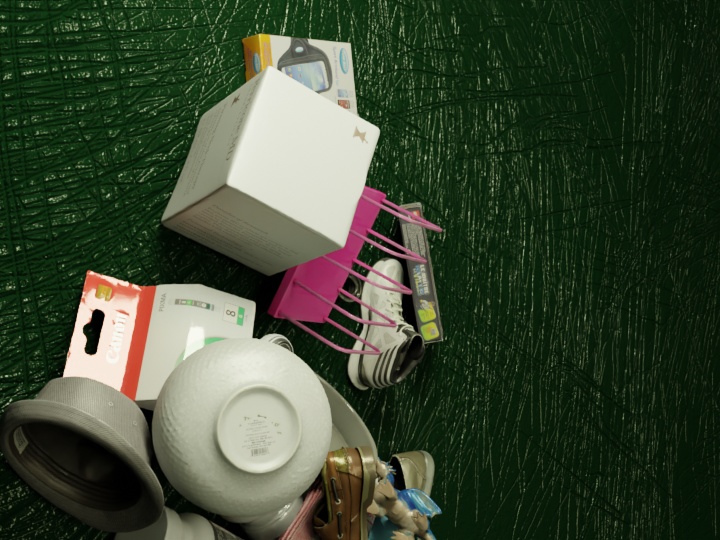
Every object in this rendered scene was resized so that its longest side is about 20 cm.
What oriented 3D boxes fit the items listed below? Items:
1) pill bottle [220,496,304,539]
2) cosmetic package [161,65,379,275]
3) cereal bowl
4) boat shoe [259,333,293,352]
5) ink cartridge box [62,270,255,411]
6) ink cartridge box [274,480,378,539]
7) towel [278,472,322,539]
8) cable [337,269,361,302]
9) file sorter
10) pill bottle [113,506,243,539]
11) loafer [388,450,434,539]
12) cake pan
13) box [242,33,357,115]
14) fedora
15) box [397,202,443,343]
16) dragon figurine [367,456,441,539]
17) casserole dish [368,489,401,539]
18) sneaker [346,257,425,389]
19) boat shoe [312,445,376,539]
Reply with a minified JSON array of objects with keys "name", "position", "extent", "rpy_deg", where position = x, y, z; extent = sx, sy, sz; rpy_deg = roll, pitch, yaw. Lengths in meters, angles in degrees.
[{"name":"pill bottle","position":[-0.153,0.236,1.382],"extent":[0.112,0.112,0.200],"rpy_deg":[-49,121,-37]},{"name":"cosmetic package","position":[-0.111,-0.114,1.369],"extent":[0.166,0.200,0.168],"rpy_deg":[27,66,-24]},{"name":"cereal bowl","position":[-0.120,0.170,1.215],"extent":[0.200,0.083,0.200],"rpy_deg":[3,82,-22]},{"name":"boat shoe","position":[-0.108,0.167,1.305],"extent":[0.070,0.066,0.200],"rpy_deg":[40,58,-37]},{"name":"ink cartridge box","position":[-0.225,0.083,1.284],"extent":[0.200,0.050,0.161],"rpy_deg":[20,51,-21]},{"name":"ink cartridge box","position":[-0.044,0.352,1.516],"extent":[0.115,0.068,0.200],"rpy_deg":[49,55,-33]},{"name":"towel","position":[-0.041,0.371,1.430],"extent":[0.144,0.023,0.200],"rpy_deg":[-53,133,-46]},{"name":"cable","position":[-0.057,-0.023,1.548],"extent":[0.200,0.050,0.097],"rpy_deg":[58,48,-24]},{"name":"file sorter","position":[0.000,0.000,1.475],"extent":[0.139,0.125,0.200],"rpy_deg":[12,106,-63]},{"name":"pill bottle","position":[-0.191,0.358,1.329],"extent":[0.200,0.116,0.116],"rpy_deg":[41,59,-36]},{"name":"loafer","position":[0.055,0.357,1.627],"extent":[0.070,0.075,0.200],"rpy_deg":[19,68,-31]},{"name":"cake pan","position":[-0.063,0.191,1.450],"extent":[0.037,0.200,0.200],"rpy_deg":[-47,131,13]},{"name":"box","position":[-0.073,-0.261,1.563],"extent":[0.200,0.041,0.119],"rpy_deg":[-7,91,-44]},{"name":"fedora","position":[-0.290,0.186,1.213],"extent":[0.200,0.177,0.090],"rpy_deg":[42,42,-20]},{"name":"box","position":[0.090,0.001,1.668],"extent":[0.110,0.035,0.200],"rpy_deg":[-57,138,-84]},{"name":"dragon figurine","position":[0.062,0.312,1.431],"extent":[0.059,0.200,0.099],"rpy_deg":[-52,162,8]},{"name":"casserole dish","position":[0.036,0.382,1.491],"extent":[0.200,0.039,0.121],"rpy_deg":[-66,156,-47]},{"name":"sneaker","position":[0.056,0.075,1.612],"extent":[0.076,0.115,0.201],"rpy_deg":[28,67,-41]},{"name":"boat shoe","position":[-0.028,0.302,1.373],"extent":[0.068,0.072,0.200],"rpy_deg":[-2,113,-15]}]
